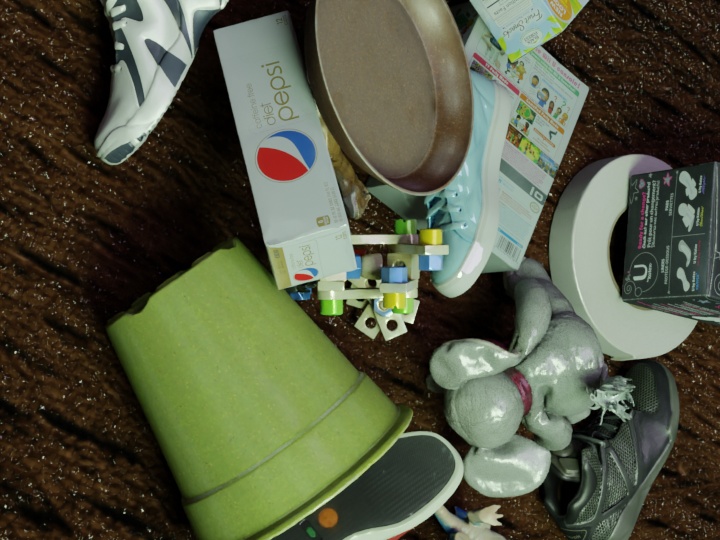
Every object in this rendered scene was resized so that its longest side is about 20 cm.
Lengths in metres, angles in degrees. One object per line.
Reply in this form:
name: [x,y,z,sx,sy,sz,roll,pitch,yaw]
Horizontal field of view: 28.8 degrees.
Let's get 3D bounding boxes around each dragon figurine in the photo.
dragon figurine: [0.102,0.246,1.247,0.199,0.099,0.059,37,68,-7]

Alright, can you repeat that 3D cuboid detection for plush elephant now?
plush elephant: [0.129,0.100,1.223,0.153,0.200,0.167,-13,108,-13]

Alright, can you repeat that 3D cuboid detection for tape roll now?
tape roll: [0.271,-0.013,1.396,0.201,0.037,0.206,3,85,-35]

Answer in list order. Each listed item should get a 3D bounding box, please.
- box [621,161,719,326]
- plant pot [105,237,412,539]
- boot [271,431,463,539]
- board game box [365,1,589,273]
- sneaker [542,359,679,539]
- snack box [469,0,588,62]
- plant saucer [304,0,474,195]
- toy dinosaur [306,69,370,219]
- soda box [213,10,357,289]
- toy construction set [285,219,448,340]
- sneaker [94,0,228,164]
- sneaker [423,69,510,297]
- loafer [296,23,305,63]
box: [0.364,-0.018,1.371,0.198,0.114,0.134,13,78,-36]
plant pot: [-0.092,0.085,1.058,0.199,0.200,0.191,-36,96,-31]
boot: [-0.005,0.212,1.122,0.199,0.145,0.073,-32,66,-11]
board game box: [0.110,-0.121,1.273,0.147,0.064,0.202,36,68,-28]
sneaker: [0.234,0.161,1.335,0.114,0.076,0.201,39,72,-34]
snack box: [0.130,-0.312,1.252,0.201,0.067,0.169,53,41,-9]
plant saucer: [0.019,-0.154,1.076,0.199,0.034,0.203,19,65,-47]
toy dinosaur: [-0.040,-0.127,1.161,0.106,0.060,0.202,-34,136,-27]
soda box: [-0.058,-0.092,1.049,0.063,0.068,0.202,-15,61,-2]
toy construction set: [0.000,0.000,1.132,0.129,0.200,0.093,-1,79,-1]
sneaker: [-0.183,-0.192,1.069,0.129,0.079,0.201,30,91,-10]
sneaker: [0.069,-0.079,1.165,0.081,0.074,0.202,22,62,-27]
loafer: [0.016,-0.231,1.208,0.073,0.071,0.201,43,65,-25]
